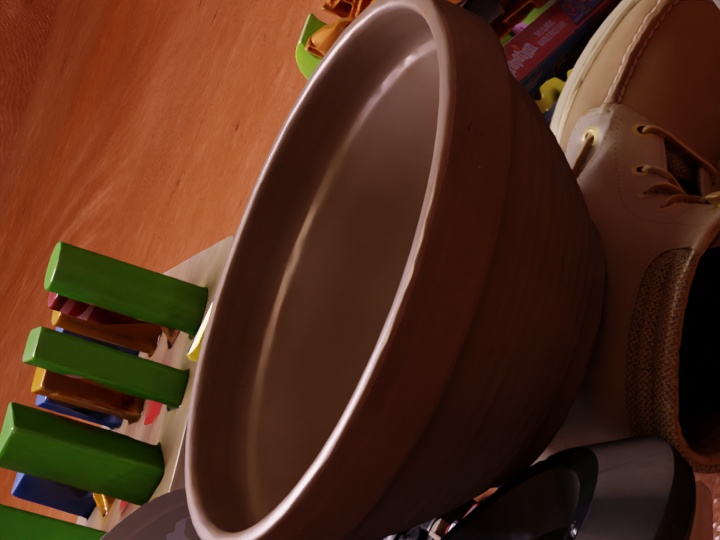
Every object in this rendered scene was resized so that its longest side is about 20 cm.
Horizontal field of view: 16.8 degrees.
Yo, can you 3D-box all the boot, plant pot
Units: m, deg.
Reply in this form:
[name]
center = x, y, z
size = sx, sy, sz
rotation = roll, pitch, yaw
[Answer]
[boot]
center = 0.116, -0.021, 0.860
size = 0.201, 0.072, 0.155
rotation = -66, 18, -13
[plant pot]
center = 0.021, 0.014, 0.835
size = 0.201, 0.092, 0.202
rotation = -55, 22, 37

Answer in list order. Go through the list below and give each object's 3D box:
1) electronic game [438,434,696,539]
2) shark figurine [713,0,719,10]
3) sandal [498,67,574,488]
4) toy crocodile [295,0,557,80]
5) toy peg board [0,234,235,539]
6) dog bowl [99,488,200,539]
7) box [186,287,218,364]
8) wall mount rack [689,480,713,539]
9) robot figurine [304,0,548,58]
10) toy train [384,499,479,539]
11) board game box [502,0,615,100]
[electronic game]
center = 0.030, 0.129, 0.755
size = 0.200, 0.042, 0.200
rotation = -47, 7, 8
[shark figurine]
center = 0.160, -0.087, 0.741
size = 0.089, 0.214, 0.129
rotation = -35, -36, -27
[sandal]
center = 0.075, 0.011, 0.989
size = 0.087, 0.079, 0.201
rotation = 32, 96, 40
[toy crocodile]
center = 0.043, -0.125, 1.219
size = 0.199, 0.062, 0.068
rotation = -10, 48, 54
[toy peg board]
center = -0.144, 0.081, 1.263
size = 0.199, 0.097, 0.202
rotation = 158, 128, -69
[dog bowl]
center = -0.090, 0.204, 1.124
size = 0.200, 0.058, 0.201
rotation = -42, -36, -39
[box]
center = 0.000, 0.000, 1.087
size = 0.065, 0.070, 0.200
rotation = -64, -11, 24
[wall mount rack]
center = 0.064, 0.160, 0.803
size = 0.174, 0.074, 0.200
rotation = -53, 12, -15
[robot figurine]
center = 0.068, -0.149, 1.090
size = 0.200, 0.058, 0.145
rotation = -38, 13, 16
[toy train]
center = 0.050, 0.118, 0.986
size = 0.046, 0.034, 0.200
rotation = -57, 14, -2
[board game box]
center = 0.058, -0.061, 1.059
size = 0.103, 0.019, 0.200
rotation = -61, -8, 26
